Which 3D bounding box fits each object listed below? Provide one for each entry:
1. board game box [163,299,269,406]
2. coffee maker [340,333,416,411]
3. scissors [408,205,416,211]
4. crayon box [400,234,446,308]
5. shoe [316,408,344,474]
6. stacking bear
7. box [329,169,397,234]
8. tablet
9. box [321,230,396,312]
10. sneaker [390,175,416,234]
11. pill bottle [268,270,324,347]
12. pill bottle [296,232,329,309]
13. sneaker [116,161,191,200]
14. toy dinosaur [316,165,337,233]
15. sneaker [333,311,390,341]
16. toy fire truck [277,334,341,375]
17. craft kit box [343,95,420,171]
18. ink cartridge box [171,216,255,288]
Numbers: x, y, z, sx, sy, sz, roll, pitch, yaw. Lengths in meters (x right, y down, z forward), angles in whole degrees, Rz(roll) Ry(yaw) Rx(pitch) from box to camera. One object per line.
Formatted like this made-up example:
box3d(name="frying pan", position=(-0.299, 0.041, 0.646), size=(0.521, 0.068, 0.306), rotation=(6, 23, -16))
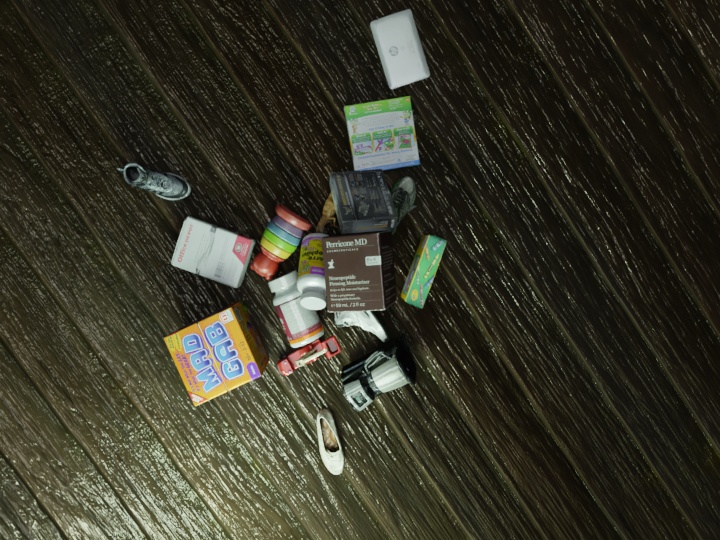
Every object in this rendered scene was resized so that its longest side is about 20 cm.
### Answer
box3d(name="board game box", position=(-0.393, 0.222, 1.613), size=(0.197, 0.200, 0.203), rotation=(-24, 94, -1))
box3d(name="coffee maker", position=(0.055, 0.297, 1.671), size=(0.198, 0.192, 0.136), rotation=(-30, 88, 16))
box3d(name="scissors", position=(0.080, -0.136, 1.709), size=(0.196, 0.014, 0.074), rotation=(-15, 87, -4))
box3d(name="crayon box", position=(0.181, -0.001, 1.669), size=(0.057, 0.119, 0.203), rotation=(20, 93, -4))
box3d(name="shoe", position=(-0.094, 0.518, 1.719), size=(0.069, 0.053, 0.204), rotation=(-14, 94, -2))
box3d(name="stacking bear", position=(-0.239, -0.074, 1.653), size=(0.120, 0.114, 0.202), rotation=(31, 96, -4))
box3d(name="box", position=(0.006, -0.194, 1.599), size=(0.155, 0.049, 0.202), rotation=(-7, 51, -11))
box3d(name="tablet", position=(0.116, -0.645, 1.679), size=(0.128, 0.014, 0.203), rotation=(-18, 94, -1))
box3d(name="box", position=(0.000, 0.000, 1.562), size=(0.163, 0.164, 0.204), rotation=(-4, 95, 16))
box3d(name="sneaker", position=(0.108, -0.182, 1.664), size=(0.077, 0.085, 0.203), rotation=(24, 84, 0))
box3d(name="pill bottle", position=(-0.188, 0.110, 1.662), size=(0.108, 0.110, 0.203), rotation=(-23, 94, -1))
box3d(name="pill bottle", position=(-0.124, 0.004, 1.616), size=(0.102, 0.105, 0.203), rotation=(5, 60, -3))
box3d(name="sneaker", position=(-0.584, -0.251, 1.618), size=(0.197, 0.114, 0.077), rotation=(17, 93, -4))
box3d(name="toy dinosaur", position=(-0.079, -0.194, 1.674), size=(0.104, 0.060, 0.204), rotation=(15, 92, -2))
box3d(name="sneaker", position=(-0.006, 0.150, 1.701), size=(0.115, 0.076, 0.201), rotation=(-40, 87, 9))
box3d(name="toy fire truck", position=(-0.151, 0.246, 1.656), size=(0.198, 0.141, 0.049), rotation=(-29, 94, -1))
box3d(name="craft kit box", position=(0.062, -0.391, 1.678), size=(0.196, 0.049, 0.201), rotation=(-9, 96, -2))
box3d(name="ink cartridge box", position=(-0.420, -0.053, 1.653), size=(0.197, 0.083, 0.148), rotation=(20, 93, -3))
